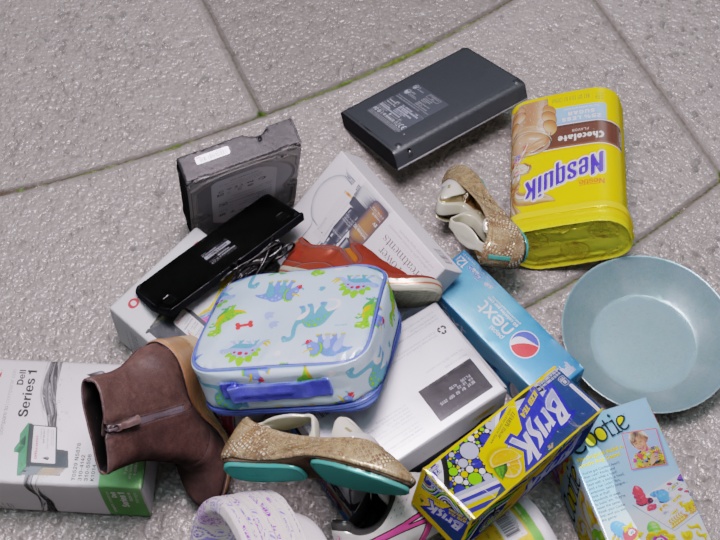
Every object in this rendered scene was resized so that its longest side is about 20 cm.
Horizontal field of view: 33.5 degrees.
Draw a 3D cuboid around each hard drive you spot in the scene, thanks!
[{"bbox_3d":[-0.140,-0.101,1.392,0.139,0.200,0.038,-21,77,-12],"label":"hard drive"},{"bbox_3d":[0.092,-0.210,1.520,0.199,0.033,0.140,-30,40,-15],"label":"hard drive"}]

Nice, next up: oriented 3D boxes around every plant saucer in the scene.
[{"bbox_3d":[0.328,0.078,1.379,0.199,0.039,0.203,0,59,0],"label":"plant saucer"}]

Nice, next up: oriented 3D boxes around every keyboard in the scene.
[{"bbox_3d":[-0.148,-0.005,1.346,0.199,0.040,0.104,-38,42,-19],"label":"keyboard"}]

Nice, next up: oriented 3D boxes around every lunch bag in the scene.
[{"bbox_3d":[-0.065,0.074,1.220,0.198,0.083,0.161,-6,36,17],"label":"lunch bag"}]

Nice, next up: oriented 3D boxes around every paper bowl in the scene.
[{"bbox_3d":[-0.087,0.313,1.156,0.103,0.201,0.202,-3,57,-27],"label":"paper bowl"}]

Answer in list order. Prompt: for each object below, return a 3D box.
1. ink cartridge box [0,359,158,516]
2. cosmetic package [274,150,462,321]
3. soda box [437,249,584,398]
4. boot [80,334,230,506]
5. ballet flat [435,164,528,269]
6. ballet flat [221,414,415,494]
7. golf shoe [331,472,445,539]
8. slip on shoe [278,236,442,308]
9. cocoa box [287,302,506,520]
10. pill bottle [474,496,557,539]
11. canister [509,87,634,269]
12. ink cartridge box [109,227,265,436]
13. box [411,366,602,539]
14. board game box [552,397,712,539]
[{"bbox_3d":[-0.319,0.180,1.298,0.198,0.085,0.147,2,60,1],"label":"ink cartridge box"},{"bbox_3d":[-0.001,-0.015,1.383,0.151,0.052,0.200,-49,63,17],"label":"cosmetic package"},{"bbox_3d":[0.160,0.075,1.364,0.064,0.068,0.200,-36,66,-16],"label":"soda box"},{"bbox_3d":[-0.212,0.175,1.223,0.072,0.202,0.166,0,16,32],"label":"boot"},{"bbox_3d":[0.127,-0.069,1.414,0.065,0.071,0.200,-3,30,-24],"label":"ballet flat"},{"bbox_3d":[-0.039,0.168,1.135,0.198,0.071,0.066,3,60,21],"label":"ballet flat"},{"bbox_3d":[0.052,0.228,1.175,0.072,0.093,0.200,-6,24,47],"label":"golf shoe"},{"bbox_3d":[0.000,0.000,1.314,0.198,0.074,0.062,10,76,31],"label":"slip on shoe"},{"bbox_3d":[0.037,0.159,1.280,0.199,0.132,0.134,-31,63,-16],"label":"cocoa box"},{"bbox_3d":[0.100,0.316,1.202,0.199,0.111,0.112,-25,63,-13],"label":"pill bottle"},{"bbox_3d":[0.250,-0.114,1.448,0.147,0.087,0.202,-9,55,22],"label":"canister"},{"bbox_3d":[-0.164,0.070,1.361,0.199,0.083,0.146,37,67,19],"label":"ink cartridge box"},{"bbox_3d":[0.144,0.179,1.162,0.199,0.065,0.070,-32,63,-33],"label":"box"},{"bbox_3d":[0.281,0.254,1.241,0.104,0.103,0.201,-15,61,-7],"label":"board game box"}]
